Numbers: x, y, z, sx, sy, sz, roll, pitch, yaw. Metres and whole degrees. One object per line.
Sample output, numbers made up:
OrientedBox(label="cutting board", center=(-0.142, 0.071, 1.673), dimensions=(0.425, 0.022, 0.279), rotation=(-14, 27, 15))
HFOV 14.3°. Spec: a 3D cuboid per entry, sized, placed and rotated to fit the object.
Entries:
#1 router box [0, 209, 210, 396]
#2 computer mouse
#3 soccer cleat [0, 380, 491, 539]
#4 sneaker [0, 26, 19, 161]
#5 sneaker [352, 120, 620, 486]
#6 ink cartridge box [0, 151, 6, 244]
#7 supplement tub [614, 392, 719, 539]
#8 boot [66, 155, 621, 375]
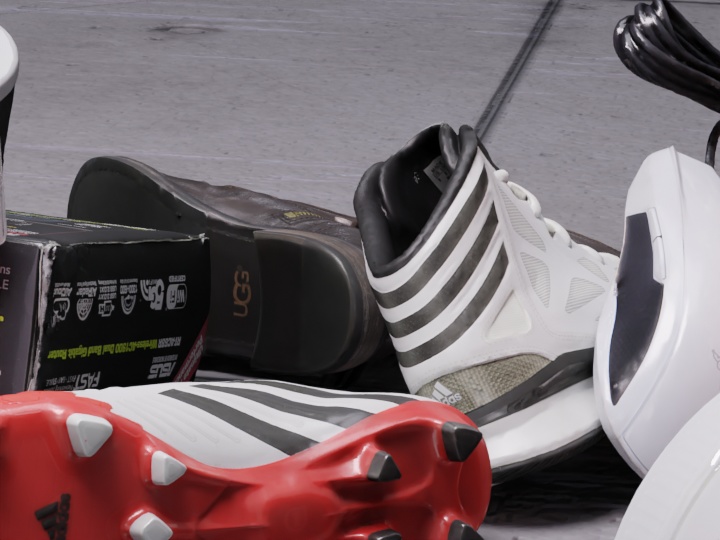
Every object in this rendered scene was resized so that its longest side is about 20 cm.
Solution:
OrientedBox(label="router box", center=(-0.169, 0.007, 0.990), dimensions=(0.199, 0.062, 0.150), rotation=(7, 3, 18))
OrientedBox(label="computer mouse", center=(0.125, -0.006, 0.966), dimensions=(0.044, 0.110, 0.200), rotation=(-34, 31, 38))
OrientedBox(label="soccer cleat", center=(-0.055, 0.064, 0.843), dimensions=(0.199, 0.069, 0.085), rotation=(-3, 6, -29))
OrientedBox(label="sneaker", center=(-0.226, -0.025, 1.157), dimensions=(0.199, 0.099, 0.071), rotation=(-24, 53, -19))
OrientedBox(label="sneaker", center=(0.067, -0.005, 0.983), dimensions=(0.075, 0.116, 0.200), rotation=(-22, 2, 30))
OrientedBox(label="ink cartridge box", center=(-0.233, -0.042, 0.913), dimensions=(0.199, 0.045, 0.176), rotation=(-12, 29, -20))
OrientedBox(label="supplement tub", center=(0.150, 0.099, 0.579), dimensions=(0.131, 0.133, 0.200), rotation=(-5, 15, -25))
OrientedBox(label="boot", center=(0.000, 0.000, 1.123), dimensions=(0.174, 0.070, 0.200), rotation=(-5, 18, -45))
